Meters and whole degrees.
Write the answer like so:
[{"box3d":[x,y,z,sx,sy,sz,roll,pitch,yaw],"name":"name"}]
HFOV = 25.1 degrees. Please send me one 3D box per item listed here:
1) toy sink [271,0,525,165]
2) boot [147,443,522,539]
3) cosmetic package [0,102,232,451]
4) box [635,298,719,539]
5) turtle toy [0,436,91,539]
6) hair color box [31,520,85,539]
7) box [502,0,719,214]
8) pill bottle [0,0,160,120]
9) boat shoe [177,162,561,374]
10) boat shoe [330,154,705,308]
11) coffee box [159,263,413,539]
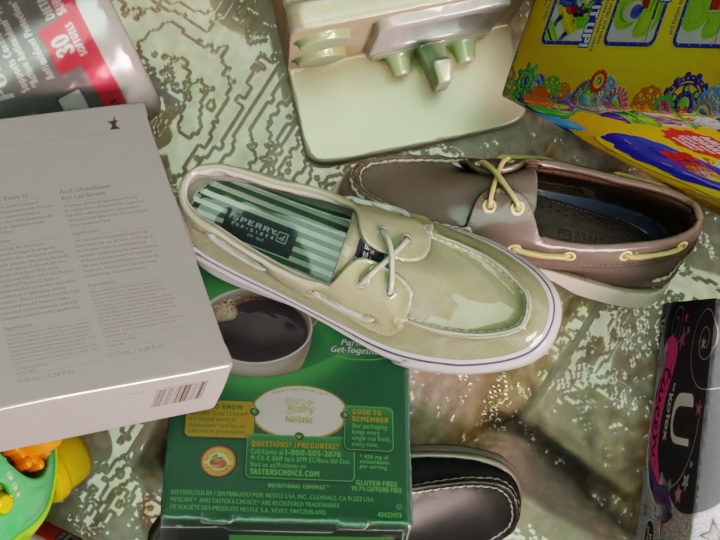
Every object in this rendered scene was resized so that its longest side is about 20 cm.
[{"box3d":[0.014,-0.169,0.849,0.129,0.112,0.202,-11,88,-4],"name":"toy sink"},{"box3d":[-0.008,0.164,0.805,0.202,0.154,0.074,-11,116,0],"name":"boot"},{"box3d":[-0.176,0.006,0.739,0.198,0.052,0.152,-9,64,-24],"name":"cosmetic package"},{"box3d":[0.219,0.122,0.846,0.131,0.115,0.202,8,86,-4],"name":"box"},{"box3d":[-0.225,0.067,0.778,0.200,0.101,0.146,43,54,11],"name":"turtle toy"},{"box3d":[-0.245,0.151,0.842,0.199,0.061,0.102,27,85,-1],"name":"hair color box"},{"box3d":[0.214,-0.097,0.783,0.199,0.192,0.123,23,85,-32],"name":"box"},{"box3d":[-0.212,-0.085,0.831,0.199,0.111,0.111,-28,89,-5],"name":"pill bottle"},{"box3d":[0.000,0.000,0.782,0.198,0.062,0.073,16,80,8],"name":"boat shoe"},{"box3d":[0.083,-0.031,0.849,0.198,0.060,0.072,12,51,-15],"name":"boat shoe"},{"box3d":[-0.035,0.050,0.819,0.122,0.044,0.201,2,52,-4],"name":"coffee box"}]
